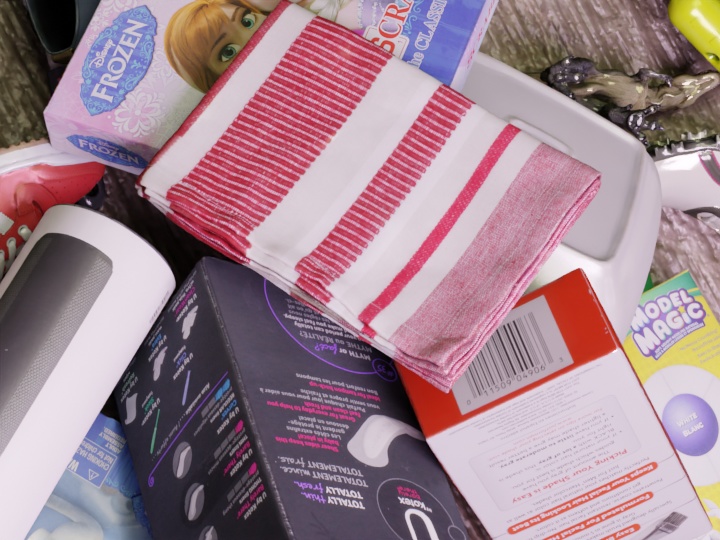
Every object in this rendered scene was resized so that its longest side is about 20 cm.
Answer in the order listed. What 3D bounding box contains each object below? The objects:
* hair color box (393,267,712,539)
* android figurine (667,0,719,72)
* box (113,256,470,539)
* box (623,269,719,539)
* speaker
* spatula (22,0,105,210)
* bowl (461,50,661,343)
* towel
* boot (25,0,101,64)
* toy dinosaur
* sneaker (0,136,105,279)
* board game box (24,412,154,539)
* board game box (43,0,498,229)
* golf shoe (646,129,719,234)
[{"bbox_3d":[0.107,0.094,1.187,0.111,0.200,0.064,-26,49,6],"label":"hair color box"},{"bbox_3d":[0.258,-0.211,1.421,0.200,0.041,0.182,45,67,-18],"label":"android figurine"},{"bbox_3d":[-0.037,0.107,1.144,0.122,0.106,0.200,15,37,-33],"label":"box"},{"bbox_3d":[0.182,0.089,1.325,0.117,0.048,0.200,-26,80,-27],"label":"box"},{"bbox_3d":[-0.176,0.068,1.130,0.081,0.081,0.200,33,66,-7],"label":"speaker"},{"bbox_3d":[-0.180,-0.129,1.279,0.056,0.021,0.200,-10,75,-28],"label":"spatula"},{"bbox_3d":[0.083,-0.043,1.259,0.200,0.075,0.200,28,40,-2],"label":"bowl"},{"bbox_3d":[0.003,-0.045,1.124,0.200,0.023,0.144,31,68,15],"label":"towel"},{"bbox_3d":[-0.148,-0.201,1.269,0.097,0.075,0.200,1,71,-50],"label":"boot"},{"bbox_3d":[0.138,-0.113,1.366,0.200,0.088,0.048,8,102,-16],"label":"toy dinosaur"},{"bbox_3d":[-0.212,0.006,1.190,0.200,0.071,0.113,-25,77,-19],"label":"sneaker"},{"bbox_3d":[-0.130,0.195,1.168,0.200,0.043,0.199,32,64,-7],"label":"board game box"},{"bbox_3d":[-0.041,-0.127,1.201,0.199,0.041,0.200,17,64,10],"label":"board game box"},{"bbox_3d":[0.242,-0.046,1.381,0.200,0.077,0.088,-3,89,-14],"label":"golf shoe"}]
